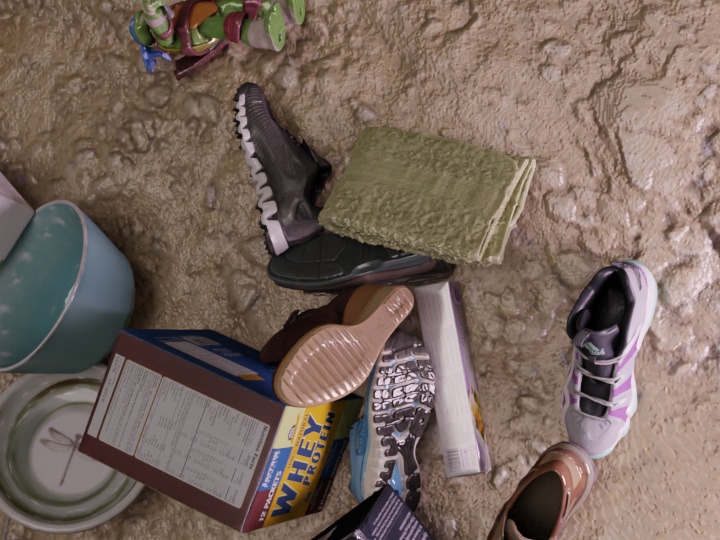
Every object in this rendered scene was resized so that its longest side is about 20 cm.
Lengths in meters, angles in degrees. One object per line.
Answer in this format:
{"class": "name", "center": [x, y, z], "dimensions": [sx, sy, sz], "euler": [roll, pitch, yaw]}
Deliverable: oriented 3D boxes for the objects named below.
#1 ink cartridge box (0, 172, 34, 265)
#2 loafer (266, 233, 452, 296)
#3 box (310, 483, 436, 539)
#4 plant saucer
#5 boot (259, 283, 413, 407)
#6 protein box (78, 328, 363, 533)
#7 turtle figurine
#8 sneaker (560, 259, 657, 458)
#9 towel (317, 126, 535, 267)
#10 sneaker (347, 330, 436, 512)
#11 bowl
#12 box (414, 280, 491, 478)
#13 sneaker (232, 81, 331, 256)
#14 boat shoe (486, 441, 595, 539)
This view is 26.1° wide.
{"class": "ink cartridge box", "center": [-0.478, -0.068, 1.774], "dimensions": [0.200, 0.084, 0.146], "euler": [41, 102, 41]}
{"class": "loafer", "center": [0.000, 0.000, 1.629], "dimensions": [0.200, 0.063, 0.072], "euler": [-9, 45, 23]}
{"class": "box", "center": [0.005, 0.356, 1.533], "dimensions": [0.200, 0.124, 0.197], "euler": [-39, 91, 23]}
{"class": "plant saucer", "center": [-0.321, 0.200, 1.726], "dimensions": [0.200, 0.050, 0.201], "euler": [-1, 64, 1]}
{"class": "boot", "center": [-0.050, 0.084, 1.555], "dimensions": [0.166, 0.200, 0.072], "euler": [-18, 106, 50]}
{"class": "protein box", "center": [-0.139, 0.158, 1.599], "dimensions": [0.200, 0.198, 0.135], "euler": [23, 96, 21]}
{"class": "turtle figurine", "center": [-0.168, -0.306, 1.671], "dimensions": [0.193, 0.144, 0.201], "euler": [6, 93, 18]}
{"class": "sneaker", "center": [0.224, 0.084, 1.490], "dimensions": [0.078, 0.140, 0.201], "euler": [10, 90, 22]}
{"class": "towel", "center": [0.068, -0.076, 1.586], "dimensions": [0.200, 0.037, 0.149], "euler": [13, 56, 20]}
{"class": "sneaker", "center": [0.017, 0.157, 1.595], "dimensions": [0.090, 0.078, 0.201], "euler": [23, 107, 54]}
{"class": "bowl", "center": [-0.323, 0.034, 1.709], "dimensions": [0.201, 0.105, 0.201], "euler": [-26, 50, 37]}
{"class": "box", "center": [0.095, 0.112, 1.595], "dimensions": [0.041, 0.039, 0.200], "euler": [-13, 82, 20]}
{"class": "sneaker", "center": [-0.079, -0.116, 1.668], "dimensions": [0.090, 0.066, 0.200], "euler": [-16, 70, 1]}
{"class": "boat shoe", "center": [0.160, 0.259, 1.531], "dimensions": [0.076, 0.072, 0.200], "euler": [29, 111, 21]}
